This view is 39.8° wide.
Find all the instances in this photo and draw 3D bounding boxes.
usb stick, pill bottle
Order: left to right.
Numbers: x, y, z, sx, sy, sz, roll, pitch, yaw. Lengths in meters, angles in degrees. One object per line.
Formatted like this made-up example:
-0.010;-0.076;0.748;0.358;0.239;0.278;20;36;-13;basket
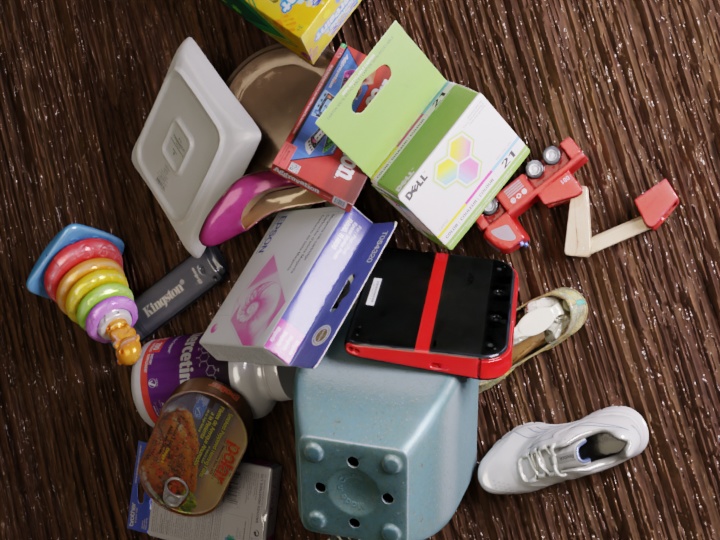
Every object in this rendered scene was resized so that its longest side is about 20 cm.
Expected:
-0.257;0.039;1.303;0.199;0.033;0.056;-36;77;15;usb stick
-0.176;0.131;1.229;0.196;0.112;0.115;-10;85;19;pill bottle

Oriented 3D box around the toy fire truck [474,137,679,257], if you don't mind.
0.238;-0.067;1.115;0.199;0.049;0.142;-39;77;15;toy fire truck

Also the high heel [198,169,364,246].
-0.092;-0.075;1.152;0.199;0.067;0.096;-42;70;-1;high heel

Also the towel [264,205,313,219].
-0.150;-0.130;1.266;0.196;0.036;0.152;-13;83;19;towel

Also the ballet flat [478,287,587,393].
0.166;0.081;1.130;0.198;0.071;0.072;-32;78;17;ballet flat

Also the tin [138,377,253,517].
-0.196;0.213;1.192;0.111;0.042;0.202;30;121;2;tin

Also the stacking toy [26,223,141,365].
-0.324;0.046;1.259;0.117;0.109;0.200;-50;55;12;stacking toy

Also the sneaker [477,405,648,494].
0.216;0.200;1.097;0.197;0.087;0.076;-24;83;19;sneaker

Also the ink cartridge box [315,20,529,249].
0.069;-0.144;1.088;0.149;0.200;0.076;-50;35;-1;ink cartridge box

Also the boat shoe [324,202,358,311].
0.000;0.000;1.202;0.072;0.066;0.204;-47;56;59;boat shoe

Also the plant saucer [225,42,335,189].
-0.086;-0.184;1.214;0.196;0.029;0.205;-1;84;7;plant saucer

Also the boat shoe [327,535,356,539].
-0.009;0.318;1.183;0.071;0.072;0.200;-46;77;9;boat shoe

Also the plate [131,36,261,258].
-0.218;-0.153;1.239;0.200;0.032;0.201;52;126;29;plate

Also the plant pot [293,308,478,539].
0.017;0.182;1.071;0.192;0.200;0.200;6;116;15;plant pot

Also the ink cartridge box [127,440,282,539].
-0.200;0.291;1.272;0.196;0.042;0.122;8;91;18;ink cartridge box

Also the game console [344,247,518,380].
0.084;0.042;1.090;0.173;0.201;0.032;6;123;9;game console

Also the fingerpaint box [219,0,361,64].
-0.066;-0.381;1.196;0.166;0.073;0.201;36;84;17;fingerpaint box

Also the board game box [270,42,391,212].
-0.017;-0.169;1.151;0.102;0.020;0.202;27;59;-2;board game box

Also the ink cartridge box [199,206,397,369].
-0.074;0.014;1.122;0.198;0.043;0.198;-4;50;52;ink cartridge box
